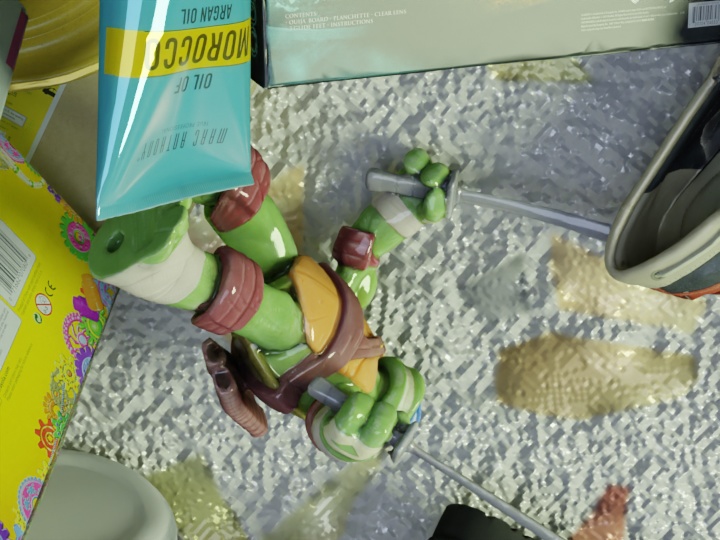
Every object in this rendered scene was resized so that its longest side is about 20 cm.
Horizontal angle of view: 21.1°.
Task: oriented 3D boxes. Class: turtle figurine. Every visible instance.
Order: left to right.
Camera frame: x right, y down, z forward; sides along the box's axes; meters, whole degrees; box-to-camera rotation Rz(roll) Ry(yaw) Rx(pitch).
[{"bbox_3d":[0.000,0.000,0.768,0.194,0.200,0.144,38,72,-36],"label":"turtle figurine"}]

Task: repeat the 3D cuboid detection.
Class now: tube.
[{"bbox_3d":[-0.063,-0.121,0.658,0.050,0.077,0.201,17,111,43],"label":"tube"}]

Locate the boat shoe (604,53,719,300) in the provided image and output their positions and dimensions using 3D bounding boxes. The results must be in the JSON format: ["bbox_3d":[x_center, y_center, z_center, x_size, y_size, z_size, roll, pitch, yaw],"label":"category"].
[{"bbox_3d":[0.164,-0.068,0.747,0.062,0.071,0.200,4,132,-34],"label":"boat shoe"}]

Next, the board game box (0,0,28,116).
[{"bbox_3d":[-0.216,-0.024,0.683,0.200,0.148,0.064,-33,117,18],"label":"board game box"}]

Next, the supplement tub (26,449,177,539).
[{"bbox_3d":[-0.151,0.194,0.895,0.122,0.123,0.201,10,114,6],"label":"supplement tub"}]

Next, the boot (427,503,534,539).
[{"bbox_3d":[0.082,0.219,0.847,0.211,0.079,0.158,29,70,5],"label":"boot"}]

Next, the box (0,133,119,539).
[{"bbox_3d":[-0.224,0.059,0.785,0.192,0.200,0.122,-27,119,28],"label":"box"}]

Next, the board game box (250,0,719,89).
[{"bbox_3d":[0.053,-0.145,0.720,0.199,0.028,0.136,-7,110,-20],"label":"board game box"}]

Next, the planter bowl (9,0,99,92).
[{"bbox_3d":[-0.150,-0.165,0.747,0.200,0.083,0.201,0,101,2],"label":"planter bowl"}]

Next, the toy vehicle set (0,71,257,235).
[{"bbox_3d":[-0.151,-0.090,0.831,0.200,0.027,0.124,30,114,-3],"label":"toy vehicle set"}]
